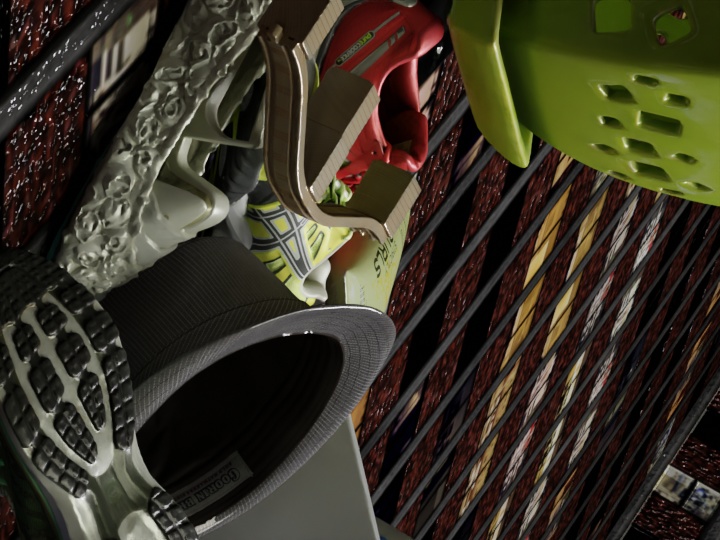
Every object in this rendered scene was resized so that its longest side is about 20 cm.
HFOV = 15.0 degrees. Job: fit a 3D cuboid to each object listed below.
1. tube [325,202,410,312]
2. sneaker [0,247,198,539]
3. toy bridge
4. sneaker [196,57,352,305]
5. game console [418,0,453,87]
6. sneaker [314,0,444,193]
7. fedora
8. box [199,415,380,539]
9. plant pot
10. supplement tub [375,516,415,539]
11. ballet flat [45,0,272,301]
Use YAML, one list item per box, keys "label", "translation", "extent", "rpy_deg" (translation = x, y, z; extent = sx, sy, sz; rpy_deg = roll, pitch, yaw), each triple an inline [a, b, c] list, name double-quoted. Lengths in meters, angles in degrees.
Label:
- label: "tube"
  translation: [0.000, 0.000, 1.577]
  extent: [0.052, 0.058, 0.200]
  rpy_deg: [-40, -166, 18]
- label: "sneaker"
  translation: [-0.146, 0.085, 1.234]
  extent: [0.077, 0.088, 0.201]
  rpy_deg: [-37, 116, -43]
- label: "toy bridge"
  translation: [-0.018, -0.063, 1.285]
  extent: [0.067, 0.027, 0.200]
  rpy_deg: [-58, 156, -16]
- label: "sneaker"
  translation: [-0.039, -0.048, 1.380]
  extent: [0.200, 0.076, 0.076]
  rpy_deg: [109, -15, -57]
- label: "game console"
  translation: [0.052, -0.196, 1.575]
  extent: [0.200, 0.031, 0.177]
  rpy_deg: [-50, 157, -42]
- label: "sneaker"
  translation: [-0.007, -0.067, 1.481]
  extent: [0.077, 0.085, 0.201]
  rpy_deg: [-43, 158, -50]
- label: "fedora"
  translation: [-0.085, 0.052, 1.362]
  extent: [0.176, 0.090, 0.200]
  rpy_deg: [-7, 142, -43]
- label: "box"
  translation: [-0.066, 0.173, 1.552]
  extent: [0.200, 0.152, 0.107]
  rpy_deg: [86, -9, -66]
- label: "plant pot"
  translation: [0.149, -0.159, 1.495]
  extent: [0.200, 0.181, 0.200]
  rpy_deg: [67, 30, -68]
- label: "supplement tub"
  translation: [-0.027, 0.209, 1.723]
  extent: [0.132, 0.199, 0.132]
  rpy_deg: [-56, 166, -22]
- label: "ballet flat"
  translation: [-0.080, -0.062, 1.272]
  extent: [0.201, 0.072, 0.072]
  rpy_deg: [-62, 167, 7]
